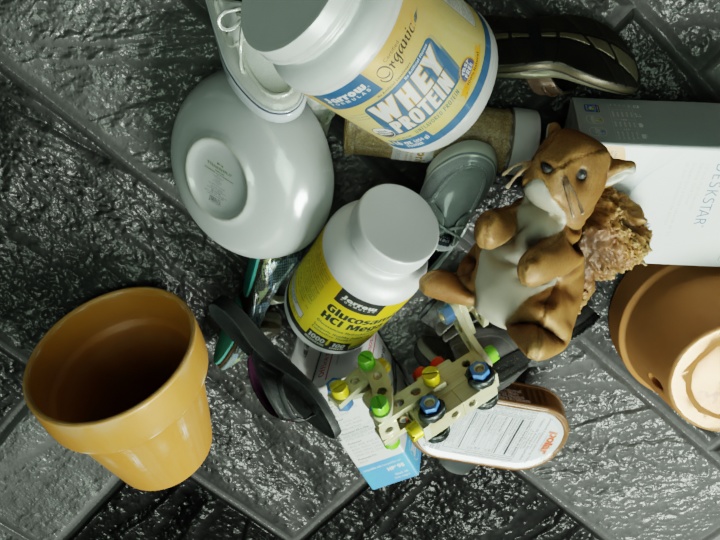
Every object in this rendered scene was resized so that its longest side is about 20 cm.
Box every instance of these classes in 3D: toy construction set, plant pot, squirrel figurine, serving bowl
[{"bbox_3d":[0.066,0.103,0.837,0.200,0.131,0.092,-41,135,-3],"label":"toy construction set"},{"bbox_3d":[-0.259,0.155,0.954,0.197,0.202,0.185,-9,132,7],"label":"plant pot"},{"bbox_3d":[0.391,0.080,0.900,0.197,0.140,0.203,1,117,1],"label":"plant pot"},{"bbox_3d":[0.183,-0.038,0.758,0.198,0.141,0.189,-4,119,-45],"label":"squirrel figurine"},{"bbox_3d":[-0.124,-0.100,0.823,0.198,0.066,0.203,17,120,30],"label":"serving bowl"}]

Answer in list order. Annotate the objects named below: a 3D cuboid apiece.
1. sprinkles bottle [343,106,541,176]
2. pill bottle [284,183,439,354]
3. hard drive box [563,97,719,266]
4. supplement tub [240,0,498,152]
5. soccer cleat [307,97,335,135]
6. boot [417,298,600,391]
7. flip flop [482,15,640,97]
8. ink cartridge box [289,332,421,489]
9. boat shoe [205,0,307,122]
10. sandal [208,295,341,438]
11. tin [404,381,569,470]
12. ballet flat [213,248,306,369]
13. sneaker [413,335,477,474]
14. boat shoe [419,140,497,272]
[{"bbox_3d":[0.083,-0.143,0.841,0.197,0.068,0.069,7,118,0],"label":"sprinkles bottle"},{"bbox_3d":[0.000,0.000,0.831,0.111,0.113,0.200,25,147,-10],"label":"pill bottle"},{"bbox_3d":[0.303,-0.088,0.832,0.197,0.077,0.157,2,135,2],"label":"hard drive box"},{"bbox_3d":[0.011,-0.201,0.700,0.199,0.145,0.145,21,122,-44],"label":"supplement tub"},{"bbox_3d":[-0.038,-0.193,0.814,0.085,0.070,0.202,10,117,17],"label":"soccer cleat"},{"bbox_3d":[0.172,0.048,0.923,0.132,0.198,0.070,57,147,18],"label":"boot"},{"bbox_3d":[0.180,-0.205,0.806,0.197,0.082,0.058,1,153,-7],"label":"flip flop"},{"bbox_3d":[0.002,0.141,0.961,0.066,0.116,0.201,-22,115,21],"label":"ink cartridge box"},{"bbox_3d":[-0.100,-0.239,0.740,0.074,0.086,0.204,-18,80,-12],"label":"boat shoe"},{"bbox_3d":[-0.102,0.116,0.885,0.200,0.048,0.075,45,155,6],"label":"sandal"},{"bbox_3d":[0.147,0.178,0.944,0.197,0.042,0.113,11,128,-13],"label":"tin"},{"bbox_3d":[-0.114,0.040,0.948,0.073,0.075,0.201,21,119,-8],"label":"ballet flat"},{"bbox_3d":[0.108,0.174,0.997,0.106,0.075,0.200,-38,111,16],"label":"sneaker"},{"bbox_3d":[0.085,-0.049,0.850,0.069,0.072,0.201,14,142,-15],"label":"boat shoe"}]
